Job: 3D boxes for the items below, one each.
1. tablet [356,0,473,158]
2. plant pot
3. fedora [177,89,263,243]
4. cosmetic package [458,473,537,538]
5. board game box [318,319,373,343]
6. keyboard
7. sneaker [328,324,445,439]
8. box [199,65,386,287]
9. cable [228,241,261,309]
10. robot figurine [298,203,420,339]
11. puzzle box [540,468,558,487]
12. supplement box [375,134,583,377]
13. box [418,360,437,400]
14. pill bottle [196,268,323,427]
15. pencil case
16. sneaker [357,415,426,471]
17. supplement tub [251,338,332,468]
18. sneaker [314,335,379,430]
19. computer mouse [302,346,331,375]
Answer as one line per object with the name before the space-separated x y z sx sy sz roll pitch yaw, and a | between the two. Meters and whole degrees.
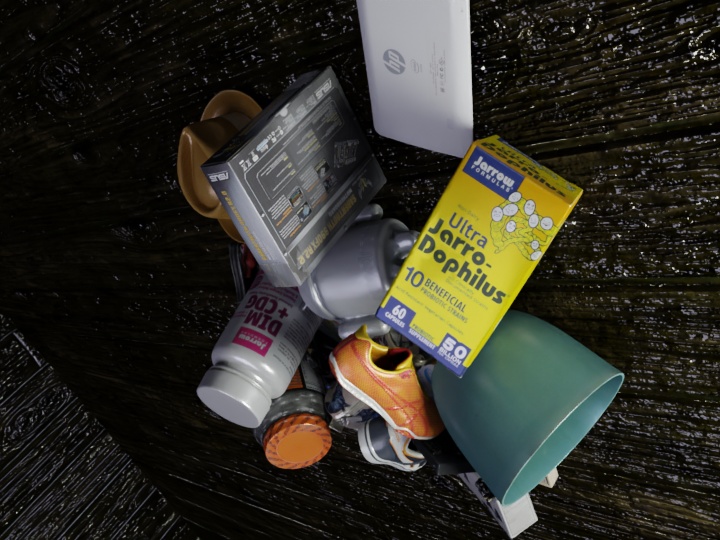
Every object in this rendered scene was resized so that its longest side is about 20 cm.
tablet | 0.055 -0.211 0.737 0.129 0.014 0.202 21 141 30
plant pot | 0.180 0.142 0.852 0.161 0.199 0.202 44 151 29
fedora | -0.182 -0.132 0.942 0.199 0.081 0.204 12 107 44
cosmetic package | 0.165 0.275 1.026 0.200 0.050 0.083 44 159 58
board game box | -0.019 0.063 1.069 0.199 0.035 0.134 34 148 -9
keyboard | 0.164 0.239 0.924 0.127 0.198 0.021 47 122 45
sneaker | 0.049 0.139 0.861 0.200 0.077 0.073 40 -163 -36
box | -0.065 -0.107 0.809 0.048 0.201 0.160 -1 130 41
cable | -0.161 0.032 1.074 0.050 0.203 0.097 -15 143 18
robot figurine | 0.000 0.000 0.917 0.197 0.173 0.112 -12 162 31
puzzle box | 0.208 0.230 1.066 0.132 0.025 0.202 7 133 41
supplement box | 0.118 -0.017 0.723 0.108 0.109 0.202 33 113 12
box | 0.070 0.158 1.051 0.198 0.042 0.120 3 132 38
pill bottle | -0.131 0.101 0.984 0.112 0.202 0.114 19 148 13
pencil case | 0.025 0.139 0.968 0.077 0.090 0.201 26 132 -14
sneaker | 0.074 0.233 1.006 0.078 0.199 0.080 -23 71 21
supplement tub | -0.108 0.182 1.075 0.201 0.121 0.124 -110 5 -48
sneaker | -0.033 0.190 1.218 0.200 0.077 0.111 49 161 2
computer mouse | -0.030 0.133 1.109 0.034 0.199 0.059 -34 69 17
